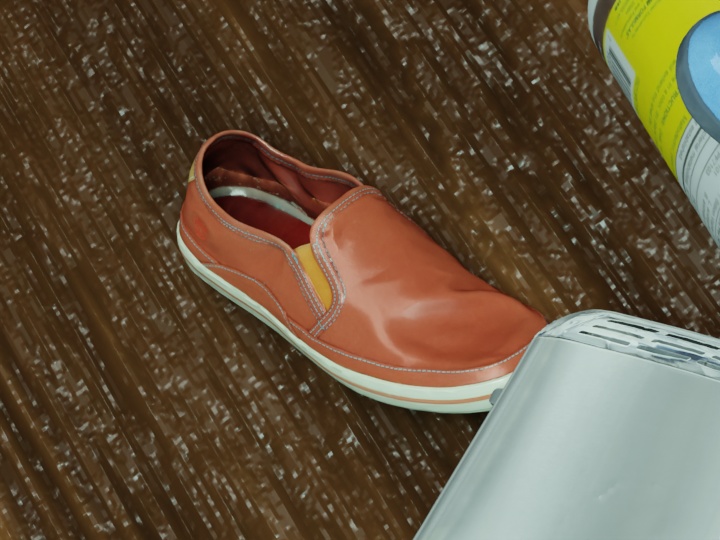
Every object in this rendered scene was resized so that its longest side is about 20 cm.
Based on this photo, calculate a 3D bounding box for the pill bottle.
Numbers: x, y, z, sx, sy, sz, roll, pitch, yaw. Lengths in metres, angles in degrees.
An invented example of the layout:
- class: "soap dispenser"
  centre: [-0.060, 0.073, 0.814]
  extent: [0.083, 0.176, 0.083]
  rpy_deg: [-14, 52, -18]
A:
- class: "pill bottle"
  centre: [0.175, -0.053, 1.090]
  extent: [0.109, 0.109, 0.201]
  rpy_deg: [-33, 58, 8]

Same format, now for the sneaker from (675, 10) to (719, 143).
- class: "sneaker"
  centre: [0.210, -0.056, 0.984]
  extent: [0.199, 0.078, 0.066]
  rpy_deg: [19, 67, -8]

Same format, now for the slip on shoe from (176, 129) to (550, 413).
- class: "slip on shoe"
  centre: [0.000, 0.000, 1.165]
  extent: [0.199, 0.062, 0.074]
  rpy_deg: [30, 48, 34]

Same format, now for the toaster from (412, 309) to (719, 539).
- class: "toaster"
  centre: [0.122, 0.099, 1.044]
  extent: [0.199, 0.114, 0.130]
  rpy_deg: [15, 72, 33]
